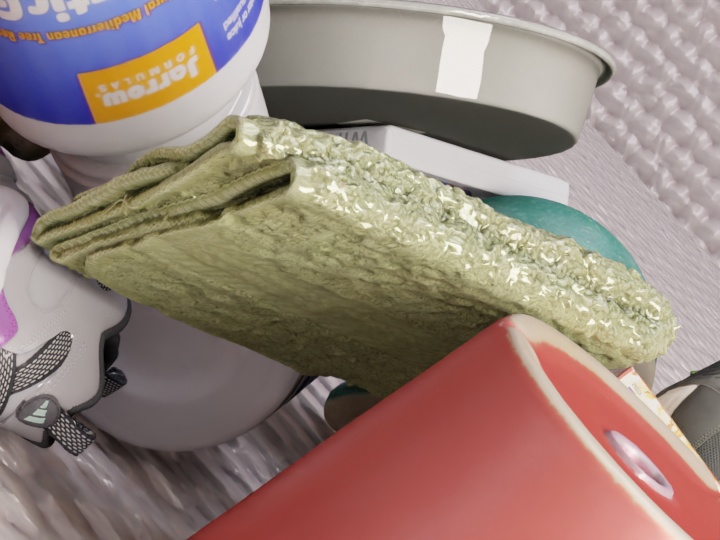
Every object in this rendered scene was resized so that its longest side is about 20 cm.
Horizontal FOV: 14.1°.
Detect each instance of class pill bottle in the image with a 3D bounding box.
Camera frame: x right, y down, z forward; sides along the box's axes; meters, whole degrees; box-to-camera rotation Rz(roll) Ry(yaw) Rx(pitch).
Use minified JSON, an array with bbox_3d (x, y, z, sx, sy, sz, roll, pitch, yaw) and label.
[{"bbox_3d":[-0.096,-0.113,1.040,0.112,0.112,0.200,57,-11,46],"label":"pill bottle"},{"bbox_3d":[-0.058,0.007,1.209,0.111,0.111,0.200,45,11,3],"label":"pill bottle"}]

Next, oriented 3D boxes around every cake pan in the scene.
[{"bbox_3d":[0.012,-0.081,1.273,0.199,0.037,0.200,5,-7,1],"label":"cake pan"}]

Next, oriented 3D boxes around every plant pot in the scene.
[{"bbox_3d":[0.037,0.124,0.963,0.200,0.177,0.200,42,11,-10],"label":"plant pot"}]

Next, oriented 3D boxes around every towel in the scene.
[{"bbox_3d":[0.000,0.000,1.015,0.199,0.148,0.037,23,66,-33],"label":"towel"}]

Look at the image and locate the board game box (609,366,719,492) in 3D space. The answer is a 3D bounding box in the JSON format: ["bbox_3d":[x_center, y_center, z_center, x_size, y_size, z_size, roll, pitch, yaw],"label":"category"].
[{"bbox_3d":[0.134,0.129,1.109,0.200,0.046,0.152,53,-5,0],"label":"board game box"}]

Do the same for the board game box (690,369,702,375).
[{"bbox_3d":[0.214,0.137,1.320,0.200,0.061,0.201,-120,-156,-48],"label":"board game box"}]

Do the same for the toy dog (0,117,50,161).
[{"bbox_3d":[-0.142,-0.133,1.260,0.140,0.193,0.200,63,38,-35],"label":"toy dog"}]

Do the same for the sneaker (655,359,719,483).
[{"bbox_3d":[0.168,0.103,1.210,0.085,0.074,0.200,61,-8,32],"label":"sneaker"}]

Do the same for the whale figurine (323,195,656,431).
[{"bbox_3d":[0.057,0.032,1.346,0.159,0.104,0.200,21,-26,-16],"label":"whale figurine"}]

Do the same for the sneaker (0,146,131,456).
[{"bbox_3d":[-0.137,-0.002,1.076,0.140,0.078,0.200,40,21,-33],"label":"sneaker"}]

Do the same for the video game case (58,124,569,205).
[{"bbox_3d":[-0.022,-0.043,1.368,0.199,0.018,0.143,-2,-10,39],"label":"video game case"}]
